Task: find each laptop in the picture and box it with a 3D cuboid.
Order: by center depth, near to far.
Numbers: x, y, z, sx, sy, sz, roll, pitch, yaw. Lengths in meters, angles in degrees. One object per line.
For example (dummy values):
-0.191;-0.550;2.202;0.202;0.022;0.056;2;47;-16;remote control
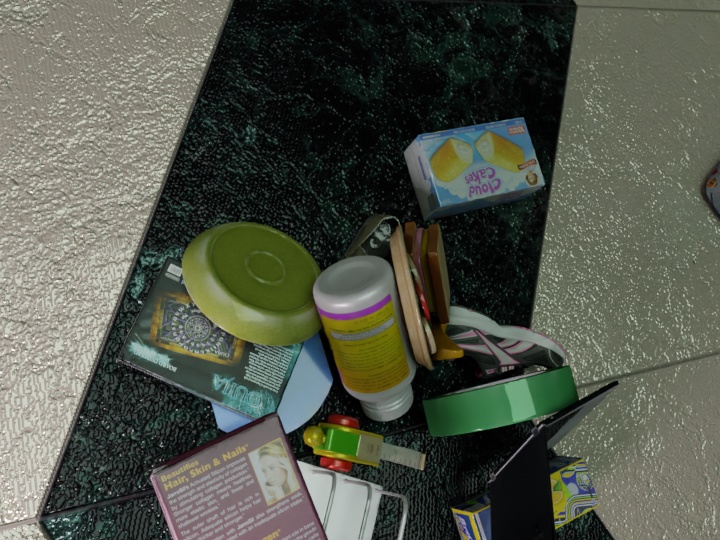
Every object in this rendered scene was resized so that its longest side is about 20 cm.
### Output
0.233;0.258;0.734;0.197;0.189;0.117;-19;59;-24;laptop

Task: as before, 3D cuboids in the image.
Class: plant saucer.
-0.123;0.004;0.772;0.196;0.031;0.202;21;38;-17;plant saucer

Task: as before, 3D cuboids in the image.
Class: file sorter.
-0.061;0.304;0.723;0.196;0.124;0.142;20;70;-13;file sorter

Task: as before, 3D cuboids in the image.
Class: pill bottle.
0.013;0.091;0.776;0.103;0.104;0.204;-29;121;-24;pill bottle

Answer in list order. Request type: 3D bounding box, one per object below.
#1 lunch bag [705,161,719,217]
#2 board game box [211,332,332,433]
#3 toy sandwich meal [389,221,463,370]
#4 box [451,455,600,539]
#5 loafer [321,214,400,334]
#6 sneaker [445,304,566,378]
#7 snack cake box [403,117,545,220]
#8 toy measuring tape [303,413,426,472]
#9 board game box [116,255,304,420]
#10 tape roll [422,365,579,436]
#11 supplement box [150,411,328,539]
0.753;-0.158;1.158;0.199;0.075;0.161;-41;94;-22;lunch bag
-0.128;0.111;0.793;0.155;0.039;0.204;-16;82;-21;board game box
0.088;0.028;0.788;0.069;0.205;0.210;-13;80;5;toy sandwich meal
0.230;0.329;0.853;0.196;0.064;0.072;-16;82;-22;box
0.000;0.000;0.850;0.074;0.070;0.203;28;70;-10;loafer
0.199;0.120;0.899;0.196;0.080;0.088;18;82;-6;sneaker
0.178;-0.159;0.956;0.196;0.067;0.118;-14;81;-22;snack cake box
0.000;0.234;0.808;0.198;0.073;0.075;24;67;-36;toy measuring tape
-0.174;0.087;0.746;0.197;0.028;0.138;26;70;-10;board game box
0.181;0.170;0.801;0.196;0.200;0.049;-10;78;-21;tape roll
-0.107;0.261;0.596;0.129;0.103;0.204;-20;82;-20;supplement box
